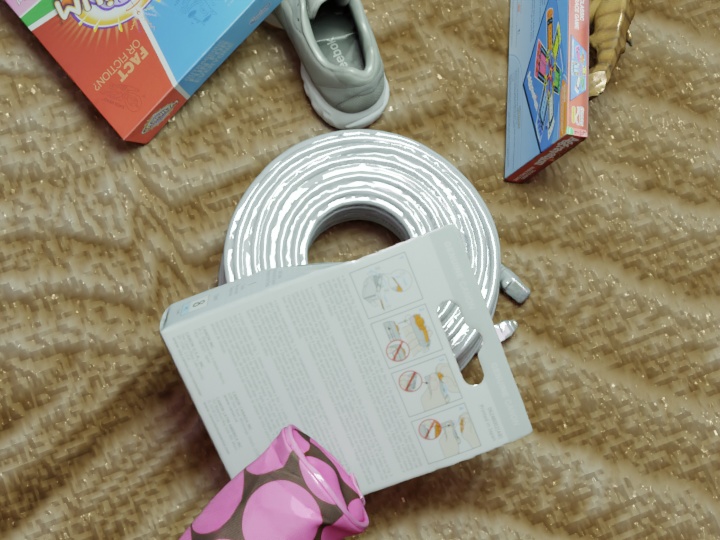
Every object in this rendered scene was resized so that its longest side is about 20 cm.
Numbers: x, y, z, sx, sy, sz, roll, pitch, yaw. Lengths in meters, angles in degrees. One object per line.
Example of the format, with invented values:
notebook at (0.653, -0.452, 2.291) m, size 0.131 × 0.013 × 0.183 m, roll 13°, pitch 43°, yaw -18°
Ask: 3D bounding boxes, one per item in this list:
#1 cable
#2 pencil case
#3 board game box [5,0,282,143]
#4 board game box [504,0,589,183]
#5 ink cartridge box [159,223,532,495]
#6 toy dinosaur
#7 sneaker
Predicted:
cable at (0.000, 0.000, 0.953) m, size 0.200 × 0.069 × 0.200 m, roll -35°, pitch 79°, yaw -13°
pencil case at (-0.078, 0.193, 0.850) m, size 0.200 × 0.094 × 0.091 m, roll -46°, pitch 39°, yaw 9°
board game box at (-0.176, -0.217, 0.985) m, size 0.153 × 0.040 × 0.200 m, roll -44°, pitch 80°, yaw 14°
board game box at (0.138, -0.175, 0.997) m, size 0.019 × 0.103 × 0.201 m, roll 8°, pitch 73°, yaw -16°
ink cartridge box at (-0.008, 0.065, 0.881) m, size 0.200 × 0.047 × 0.160 m, roll -21°, pitch 110°, yaw 5°
toy dinosaur at (0.187, -0.206, 1.008) m, size 0.060 × 0.106 × 0.201 m, roll 6°, pitch 73°, yaw -2°
sneaker at (-0.038, -0.205, 0.998) m, size 0.076 × 0.092 × 0.200 m, roll -32°, pitch 78°, yaw -14°
